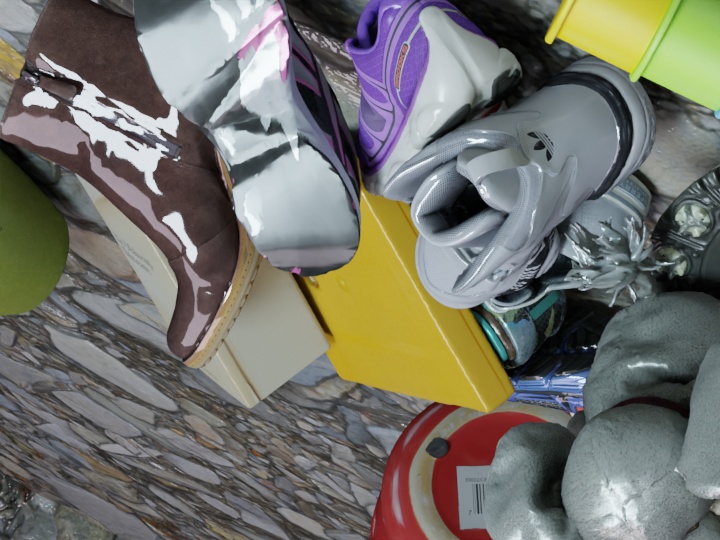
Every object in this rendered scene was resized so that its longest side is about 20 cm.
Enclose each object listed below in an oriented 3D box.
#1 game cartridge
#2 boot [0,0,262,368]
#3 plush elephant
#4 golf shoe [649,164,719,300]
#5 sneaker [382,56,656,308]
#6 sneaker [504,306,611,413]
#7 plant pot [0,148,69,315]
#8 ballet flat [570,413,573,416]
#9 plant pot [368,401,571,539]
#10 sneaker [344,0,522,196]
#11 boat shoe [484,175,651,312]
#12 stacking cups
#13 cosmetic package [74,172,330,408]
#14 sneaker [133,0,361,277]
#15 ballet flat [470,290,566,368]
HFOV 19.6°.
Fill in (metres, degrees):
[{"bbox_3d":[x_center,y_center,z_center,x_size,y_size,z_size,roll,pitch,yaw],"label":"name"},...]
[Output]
[{"bbox_3d":[0.000,0.000,1.282,0.176,0.032,0.200,60,158,-18],"label":"game cartridge"},{"bbox_3d":[-0.130,-0.054,1.214,0.166,0.200,0.072,18,-163,-5],"label":"boot"},{"bbox_3d":[0.151,0.089,0.973,0.165,0.155,0.200,-24,120,39],"label":"plush elephant"},{"bbox_3d":[0.183,-0.009,1.045,0.077,0.088,0.200,31,140,4],"label":"golf shoe"},{"bbox_3d":[0.055,-0.027,1.032,0.075,0.115,0.200,55,143,10],"label":"sneaker"},{"bbox_3d":[0.157,0.075,1.255,0.200,0.075,0.078,5,127,47],"label":"sneaker"},{"bbox_3d":[-0.328,-0.041,1.608,0.187,0.187,0.200,11,170,44],"label":"plant pot"},{"bbox_3d":[0.171,0.083,1.321,0.200,0.064,0.067,21,161,25],"label":"ballet flat"},{"bbox_3d":[0.104,0.185,1.506,0.200,0.201,0.183,24,153,14],"label":"plant pot"},{"bbox_3d":[0.029,-0.099,1.059,0.083,0.081,0.200,55,166,5],"label":"sneaker"},{"bbox_3d":[0.085,-0.016,1.166,0.070,0.072,0.201,35,161,-18],"label":"boat shoe"},{"bbox_3d":[0.177,-0.076,0.877,0.200,0.061,0.061,29,162,0],"label":"stacking cups"},{"bbox_3d":[-0.107,-0.020,1.327,0.104,0.073,0.200,31,155,57],"label":"cosmetic package"},{"bbox_3d":[-0.055,-0.098,1.089,0.080,0.086,0.200,-15,106,14],"label":"sneaker"},{"bbox_3d":[0.068,0.025,1.308,0.074,0.074,0.200,37,168,-23],"label":"ballet flat"}]
